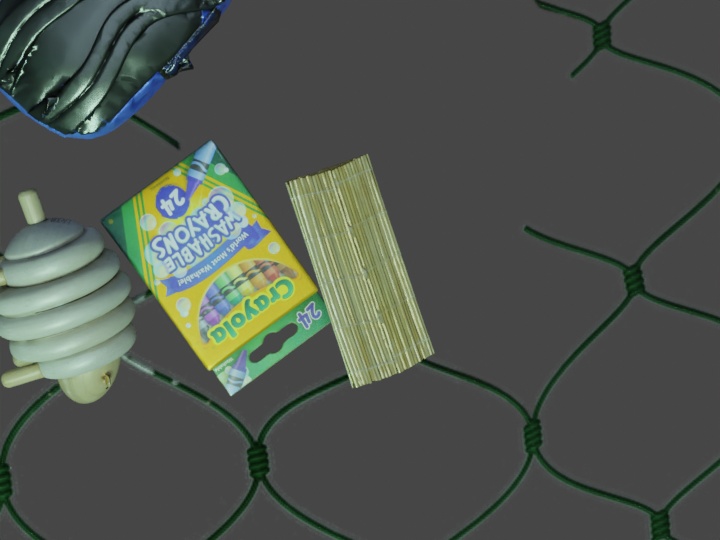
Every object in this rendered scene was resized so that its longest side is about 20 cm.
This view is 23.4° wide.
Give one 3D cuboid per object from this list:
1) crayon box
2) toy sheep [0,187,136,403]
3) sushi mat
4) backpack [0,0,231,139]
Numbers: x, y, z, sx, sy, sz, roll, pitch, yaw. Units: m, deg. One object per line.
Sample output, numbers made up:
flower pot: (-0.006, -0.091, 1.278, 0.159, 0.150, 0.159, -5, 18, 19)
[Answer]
crayon box: (-0.127, -0.001, 1.583, 0.125, 0.052, 0.200, -36, 93, -4)
toy sheep: (-0.267, 0.025, 1.535, 0.137, 0.138, 0.201, -19, 109, -4)
sushi mat: (0.000, 0.000, 1.592, 0.095, 0.012, 0.201, -19, 91, -35)
backpack: (-0.223, -0.211, 1.519, 0.162, 0.168, 0.200, 40, 91, 0)
